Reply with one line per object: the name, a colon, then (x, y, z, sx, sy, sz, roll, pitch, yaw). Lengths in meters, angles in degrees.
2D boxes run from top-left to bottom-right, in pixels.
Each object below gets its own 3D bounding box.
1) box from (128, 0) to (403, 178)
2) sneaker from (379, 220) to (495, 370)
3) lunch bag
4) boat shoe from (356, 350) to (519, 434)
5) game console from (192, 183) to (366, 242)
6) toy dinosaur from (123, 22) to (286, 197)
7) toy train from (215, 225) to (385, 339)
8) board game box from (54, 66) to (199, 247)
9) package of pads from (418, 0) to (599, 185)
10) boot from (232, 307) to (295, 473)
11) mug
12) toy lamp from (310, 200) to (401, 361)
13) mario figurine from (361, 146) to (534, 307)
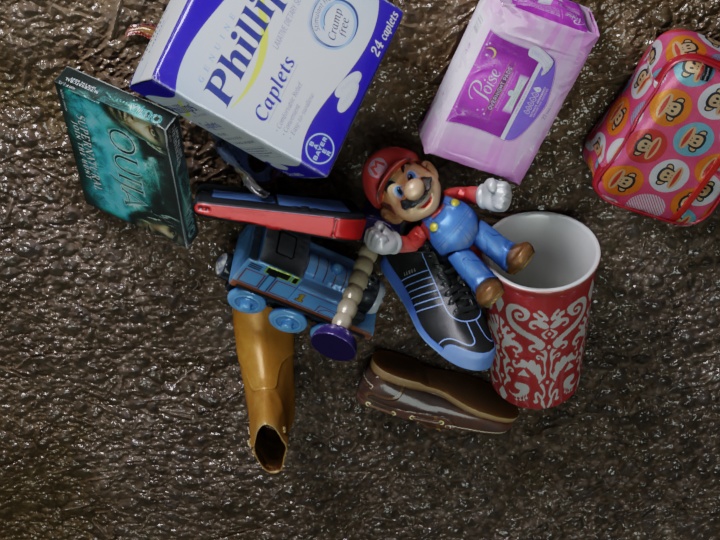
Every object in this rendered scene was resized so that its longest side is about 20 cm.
box: (-0.092, -0.215, 1.388, 0.199, 0.105, 0.185, 27, 85, -20)
sneaker: (0.089, 0.019, 1.573, 0.070, 0.200, 0.078, -13, 139, -34)
lunch bag: (0.353, -0.145, 1.524, 0.175, 0.082, 0.201, 17, 127, -18)
boat shoe: (0.093, 0.160, 1.751, 0.198, 0.071, 0.071, 21, 118, -6)
game console: (-0.087, -0.067, 1.504, 0.175, 0.200, 0.031, 10, 97, -6)
toy dinosaur: (-0.137, -0.168, 1.515, 0.105, 0.200, 0.182, -41, 153, -23)
toy train: (-0.063, 0.016, 1.612, 0.199, 0.087, 0.114, 23, 144, -17)
board game box: (-0.240, -0.114, 1.486, 0.134, 0.028, 0.201, 24, 149, 16)
package of pads: (0.150, -0.194, 1.479, 0.119, 0.076, 0.201, 16, 125, -14)
boot: (-0.109, 0.126, 1.671, 0.070, 0.145, 0.203, -7, 127, 3)
mug: (0.190, 0.041, 1.650, 0.133, 0.177, 0.201, -32, 138, -28)
toy lamp: (0.000, 0.000, 1.549, 0.058, 0.201, 0.058, 15, 146, 10)
mario figurine: (0.084, -0.053, 1.493, 0.200, 0.124, 0.106, 39, 137, 0)
